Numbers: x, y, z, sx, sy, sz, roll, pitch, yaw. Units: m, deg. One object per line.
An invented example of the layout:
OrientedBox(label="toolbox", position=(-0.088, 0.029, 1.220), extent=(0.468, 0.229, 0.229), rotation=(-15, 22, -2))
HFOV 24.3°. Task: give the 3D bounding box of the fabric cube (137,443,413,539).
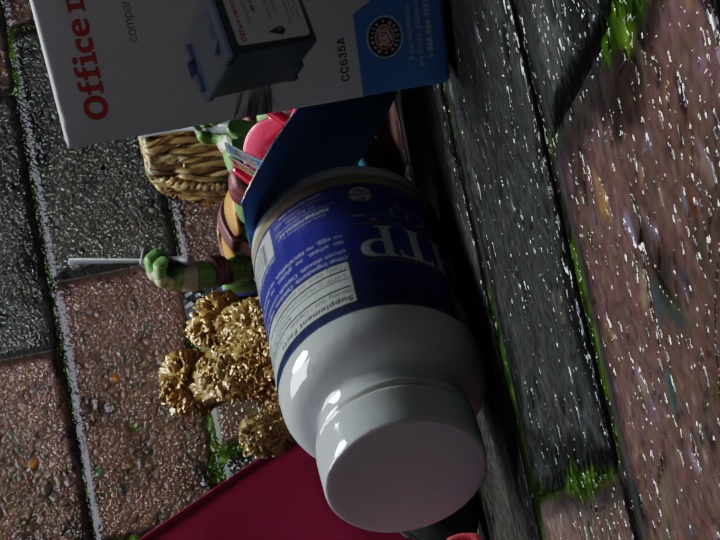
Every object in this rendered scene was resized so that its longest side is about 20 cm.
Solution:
OrientedBox(label="fabric cube", position=(-0.040, 0.259, 1.266), extent=(0.200, 0.196, 0.200), rotation=(53, 168, 16))

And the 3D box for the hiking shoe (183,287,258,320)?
OrientedBox(label="hiking shoe", position=(-0.073, 0.023, 1.362), extent=(0.101, 0.076, 0.200), rotation=(54, -155, -5))

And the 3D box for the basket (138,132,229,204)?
OrientedBox(label="basket", position=(-0.104, -0.132, 1.527), extent=(0.149, 0.199, 0.144), rotation=(134, 124, -83))

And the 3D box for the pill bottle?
OrientedBox(label="pill bottle", position=(0.007, 0.045, 0.956), extent=(0.201, 0.119, 0.120), rotation=(-105, 6, -47))

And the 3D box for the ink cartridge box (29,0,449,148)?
OrientedBox(label="ink cartridge box", position=(-0.064, -0.156, 0.829), extent=(0.086, 0.199, 0.147), rotation=(-107, 6, -55))

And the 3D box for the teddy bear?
OrientedBox(label="teddy bear", position=(-0.052, 0.054, 1.113), extent=(0.199, 0.145, 0.067), rotation=(21, 148, 45))

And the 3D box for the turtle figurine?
OrientedBox(label="turtle figurine", position=(-0.115, -0.063, 1.194), extent=(0.200, 0.144, 0.194), rotation=(42, 139, 12))

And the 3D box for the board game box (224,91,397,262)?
OrientedBox(label="board game box", position=(-0.036, -0.088, 1.049), extent=(0.039, 0.158, 0.200), rotation=(35, 165, 11))

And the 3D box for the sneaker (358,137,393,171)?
OrientedBox(label="sneaker", position=(0.000, 0.000, 1.230), extent=(0.082, 0.073, 0.201), rotation=(-49, -51, -84))

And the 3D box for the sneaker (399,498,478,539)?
OrientedBox(label="sneaker", position=(0.028, 0.095, 1.138), extent=(0.201, 0.075, 0.079), rotation=(63, 142, 22))

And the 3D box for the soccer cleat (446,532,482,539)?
OrientedBox(label="soccer cleat", position=(0.068, 0.202, 0.941), extent=(0.200, 0.068, 0.074), rotation=(-130, 33, -87))
